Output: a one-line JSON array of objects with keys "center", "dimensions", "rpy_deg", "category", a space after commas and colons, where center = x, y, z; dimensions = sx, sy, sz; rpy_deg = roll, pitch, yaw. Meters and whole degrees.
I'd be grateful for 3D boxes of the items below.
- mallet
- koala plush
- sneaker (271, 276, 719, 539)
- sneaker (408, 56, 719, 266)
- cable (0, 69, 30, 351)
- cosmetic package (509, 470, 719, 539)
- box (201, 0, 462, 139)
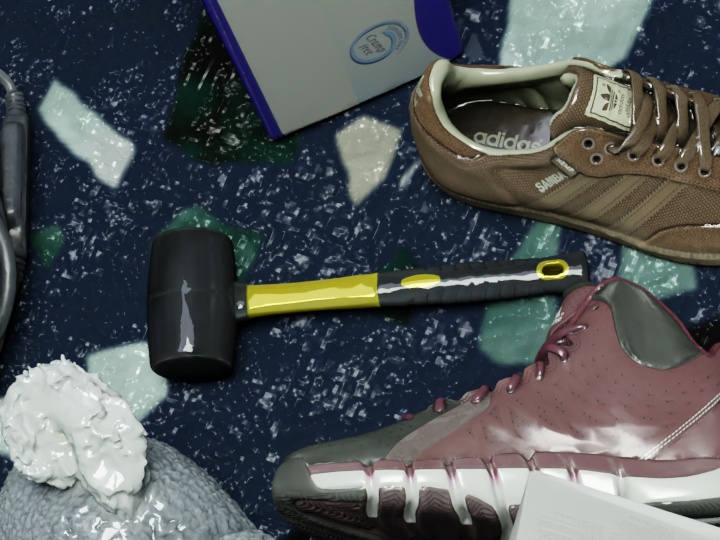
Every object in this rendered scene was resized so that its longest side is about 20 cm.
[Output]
[{"center": [0.000, 0.000, 0.909], "dimensions": [0.199, 0.041, 0.066], "rpy_deg": [-12, 68, 3], "category": "mallet"}, {"center": [-0.070, 0.137, 0.798], "dimensions": [0.183, 0.178, 0.200], "rpy_deg": [-37, 63, -18], "category": "koala plush"}, {"center": [0.064, 0.058, 0.853], "dimensions": [0.199, 0.076, 0.116], "rpy_deg": [1, 61, 2], "category": "sneaker"}, {"center": [0.116, -0.052, 0.880], "dimensions": [0.199, 0.076, 0.071], "rpy_deg": [5, 68, 16], "category": "sneaker"}, {"center": [-0.232, -0.005, 0.955], "dimensions": [0.162, 0.051, 0.201], "rpy_deg": [-7, 66, 10], "category": "cable"}, {"center": [0.148, 0.139, 0.754], "dimensions": [0.199, 0.083, 0.051], "rpy_deg": [17, 108, 4], "category": "cosmetic package"}, {"center": [-0.049, -0.197, 0.922], "dimensions": [0.104, 0.184, 0.201], "rpy_deg": [-25, 63, 0], "category": "box"}]
